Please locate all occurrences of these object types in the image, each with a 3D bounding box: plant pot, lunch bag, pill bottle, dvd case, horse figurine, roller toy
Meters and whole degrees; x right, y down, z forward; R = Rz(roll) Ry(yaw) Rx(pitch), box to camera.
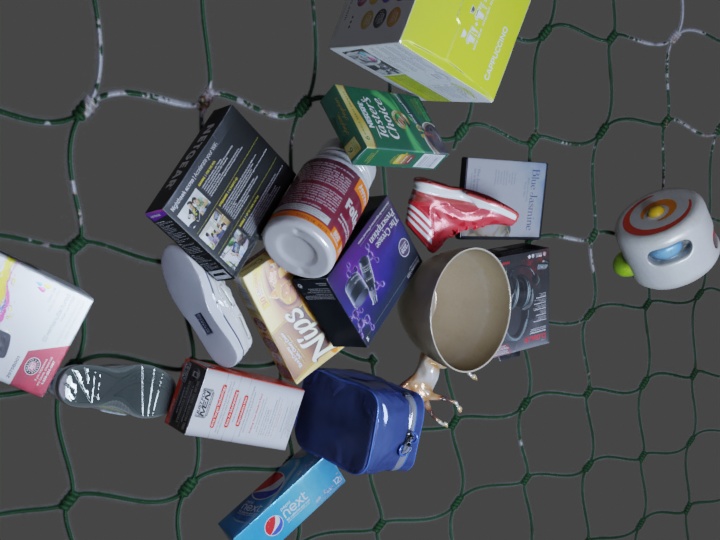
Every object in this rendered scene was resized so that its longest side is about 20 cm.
[{"bbox_3d":[0.139,0.060,1.496,0.199,0.134,0.203,-5,97,-41],"label":"plant pot"},{"bbox_3d":[0.009,0.236,1.409,0.131,0.199,0.138,7,98,-47],"label":"lunch bag"},{"bbox_3d":[-0.055,-0.097,1.323,0.115,0.113,0.201,52,46,-29],"label":"pill bottle"},{"bbox_3d":[0.257,-0.127,1.616,0.198,0.017,0.145,-1,99,-34],"label":"dvd case"},{"bbox_3d":[0.135,0.184,1.568,0.131,0.050,0.202,28,92,-14],"label":"horse figurine"},{"bbox_3d":[0.600,-0.070,1.755,0.200,0.182,0.141,-42,118,-19],"label":"roller toy"}]

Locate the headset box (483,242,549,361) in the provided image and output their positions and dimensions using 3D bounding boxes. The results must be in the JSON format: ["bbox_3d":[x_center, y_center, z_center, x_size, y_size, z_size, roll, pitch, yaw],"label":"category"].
[{"bbox_3d":[0.266,0.062,1.624,0.147,0.077,0.203,-9,103,-32],"label":"headset box"}]

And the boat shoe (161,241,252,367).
[{"bbox_3d":[-0.218,0.042,1.306,0.201,0.071,0.066,60,36,-13],"label":"boat shoe"}]

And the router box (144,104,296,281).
[{"bbox_3d":[-0.192,-0.110,1.269,0.149,0.051,0.201,47,56,-31],"label":"router box"}]

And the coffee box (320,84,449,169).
[{"bbox_3d":[0.041,-0.218,1.375,0.199,0.044,0.124,-2,60,-46],"label":"coffee box"}]

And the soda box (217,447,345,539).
[{"bbox_3d":[-0.124,0.370,1.431,0.199,0.064,0.068,-40,118,-21],"label":"soda box"}]

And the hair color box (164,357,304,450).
[{"bbox_3d":[-0.184,0.202,1.340,0.199,0.061,0.103,22,86,-46],"label":"hair color box"}]

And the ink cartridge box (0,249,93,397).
[{"bbox_3d":[-0.466,0.051,1.130,0.199,0.082,0.147,31,83,-34],"label":"ink cartridge box"}]

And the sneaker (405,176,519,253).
[{"bbox_3d":[0.165,-0.081,1.528,0.198,0.078,0.117,16,101,-11],"label":"sneaker"}]

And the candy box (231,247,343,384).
[{"bbox_3d":[-0.107,0.059,1.387,0.115,0.055,0.202,-35,117,-24],"label":"candy box"}]

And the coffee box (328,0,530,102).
[{"bbox_3d":[0.110,-0.388,1.359,0.199,0.197,0.202,23,87,-34],"label":"coffee box"}]

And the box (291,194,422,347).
[{"bbox_3d":[0.000,0.000,1.397,0.201,0.078,0.142,-55,130,-36],"label":"box"}]

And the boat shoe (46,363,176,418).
[{"bbox_3d":[-0.344,0.163,1.245,0.201,0.064,0.076,12,83,-49],"label":"boat shoe"}]
